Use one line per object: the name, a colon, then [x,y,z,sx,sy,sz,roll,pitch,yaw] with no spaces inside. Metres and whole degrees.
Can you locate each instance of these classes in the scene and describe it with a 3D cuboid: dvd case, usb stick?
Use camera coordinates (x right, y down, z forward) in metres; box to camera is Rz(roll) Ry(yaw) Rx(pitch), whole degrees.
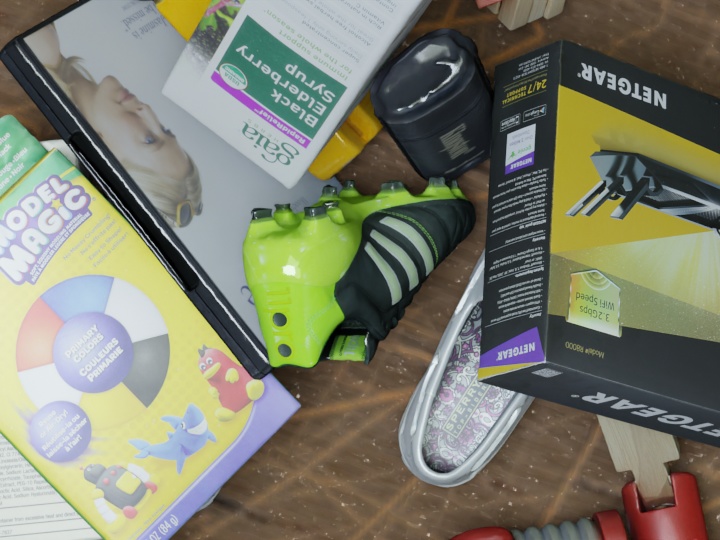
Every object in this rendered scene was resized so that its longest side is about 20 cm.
dvd case: [-0.076,-0.054,1.284,0.018,0.143,0.200,-37,92,35]
usb stick: [0.039,-0.076,1.247,0.055,0.200,0.033,-39,81,1]

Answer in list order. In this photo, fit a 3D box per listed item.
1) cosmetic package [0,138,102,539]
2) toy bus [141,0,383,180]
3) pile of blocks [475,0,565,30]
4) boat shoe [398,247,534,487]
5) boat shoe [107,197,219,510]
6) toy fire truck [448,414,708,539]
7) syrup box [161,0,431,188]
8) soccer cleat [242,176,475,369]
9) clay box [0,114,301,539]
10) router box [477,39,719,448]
cosmetic package: [-0.180,0.037,1.311,0.103,0.073,0.202,-4,91,-1]
toy bus: [-0.057,-0.143,1.292,0.078,0.065,0.200,-40,98,25]
pile of blocks: [0.090,-0.181,1.242,0.062,0.200,0.082,-26,83,-31]
boat shoe: [0.079,0.019,1.315,0.072,0.069,0.201,35,91,-1]
boat shoe: [-0.091,0.024,1.317,0.071,0.062,0.202,-5,91,0]
toy fire truck: [0.105,0.140,1.305,0.175,0.129,0.201,-8,75,-3]
syrup box: [-0.012,-0.128,1.159,0.079,0.200,0.082,37,55,-1]
soccer cleat: [0.000,0.000,1.261,0.067,0.200,0.082,-1,98,26]
clay box: [-0.138,0.032,1.253,0.115,0.048,0.200,-45,98,-6]
router box: [0.150,-0.005,1.253,0.199,0.052,0.158,16,69,-34]
